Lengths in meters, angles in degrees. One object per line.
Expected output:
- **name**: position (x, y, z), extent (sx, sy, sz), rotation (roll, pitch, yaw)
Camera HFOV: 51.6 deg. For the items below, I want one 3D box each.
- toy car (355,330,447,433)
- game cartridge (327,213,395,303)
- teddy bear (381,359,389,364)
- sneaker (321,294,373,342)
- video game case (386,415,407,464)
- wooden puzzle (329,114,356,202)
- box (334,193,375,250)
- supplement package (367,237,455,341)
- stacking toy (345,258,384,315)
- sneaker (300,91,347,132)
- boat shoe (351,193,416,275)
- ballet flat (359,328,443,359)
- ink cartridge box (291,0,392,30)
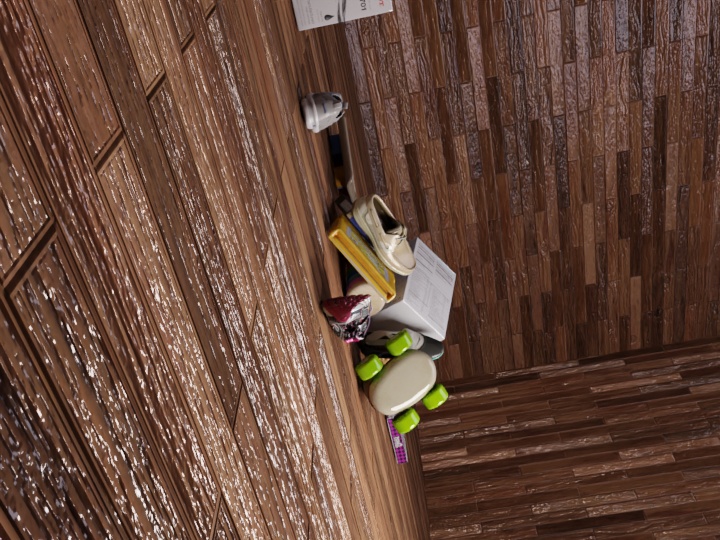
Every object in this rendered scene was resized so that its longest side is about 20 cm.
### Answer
- **toy car**: position (0.066, 0.235, 1.594), extent (0.165, 0.157, 0.200), rotation (55, -16, -5)
- **game cartridge**: position (0.007, -0.031, 1.512), extent (0.177, 0.032, 0.200), rotation (49, 11, -9)
- **teddy bear**: position (0.035, 0.181, 1.819), extent (0.146, 0.066, 0.202), rotation (89, -10, -50)
- **sneaker**: position (-0.015, 0.080, 1.233), extent (0.200, 0.079, 0.076), rotation (46, 37, -83)
- **video game case**: position (0.099, 0.428, 2.171), extent (0.182, 0.035, 0.202), rotation (-95, 174, -54)
- **wooden puzzle**: position (-0.041, -0.250, 1.825), extent (0.200, 0.046, 0.188), rotation (81, 2, -69)
- **box**: position (0.025, -0.075, 1.645), extent (0.200, 0.032, 0.121), rotation (47, 2, -23)
- **supplement package**: position (0.110, 0.064, 1.735), extent (0.150, 0.151, 0.201), rotation (41, 43, -25)
- **stacking toy**: position (0.003, 0.012, 1.616), extent (0.201, 0.084, 0.086), rotation (-99, 177, -57)
- **sneaker**: position (-0.061, -0.305, 1.427), extent (0.200, 0.081, 0.076), rotation (-85, 164, -72)
- **boat shoe**: position (0.062, -0.074, 1.558), extent (0.201, 0.065, 0.072), rotation (54, 47, -19)
- **ballet flat**: position (0.082, 0.163, 1.631), extent (0.069, 0.198, 0.069), rotation (60, 36, -41)
- **ink cartridge box**: position (-0.043, -0.581, 1.493), extent (0.086, 0.197, 0.148), rotation (-91, 170, -61)
